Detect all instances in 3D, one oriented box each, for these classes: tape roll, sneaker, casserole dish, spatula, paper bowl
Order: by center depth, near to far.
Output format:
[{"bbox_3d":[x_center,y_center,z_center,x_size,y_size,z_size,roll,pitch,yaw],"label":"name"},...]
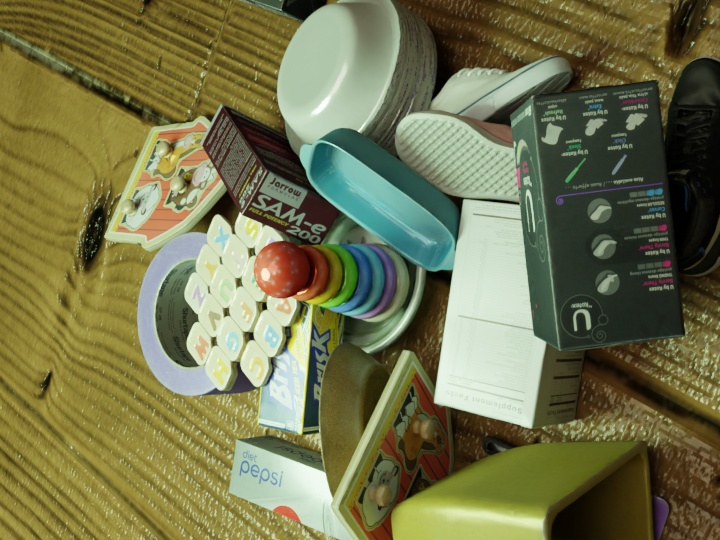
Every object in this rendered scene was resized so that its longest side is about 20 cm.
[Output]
[{"bbox_3d":[0.297,-0.099,0.819,0.072,0.111,0.204,2,88,34],"label":"sneaker"},{"bbox_3d":[0.204,0.212,0.916,0.198,0.020,0.057,23,107,36],"label":"spatula"},{"bbox_3d":[0.138,-0.113,0.932,0.197,0.105,0.077,18,110,17],"label":"sneaker"},{"bbox_3d":[0.027,-0.076,0.944,0.199,0.121,0.039,36,68,4],"label":"casserole dish"},{"bbox_3d":[0.126,-0.183,0.973,0.198,0.073,0.072,-26,75,32],"label":"sneaker"},{"bbox_3d":[-0.017,-0.213,1.029,0.199,0.103,0.204,-23,59,44],"label":"paper bowl"},{"bbox_3d":[-0.187,0.056,1.173,0.197,0.084,0.204,-4,83,36],"label":"tape roll"}]

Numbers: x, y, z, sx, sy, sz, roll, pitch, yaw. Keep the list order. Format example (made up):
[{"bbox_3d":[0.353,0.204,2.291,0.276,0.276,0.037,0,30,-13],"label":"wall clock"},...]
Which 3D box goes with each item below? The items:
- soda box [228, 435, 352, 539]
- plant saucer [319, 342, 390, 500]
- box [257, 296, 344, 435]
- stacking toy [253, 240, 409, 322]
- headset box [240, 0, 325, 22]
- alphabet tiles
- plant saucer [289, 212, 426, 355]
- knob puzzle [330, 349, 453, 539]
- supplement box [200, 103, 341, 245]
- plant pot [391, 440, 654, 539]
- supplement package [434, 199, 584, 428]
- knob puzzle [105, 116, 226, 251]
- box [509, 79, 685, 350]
[{"bbox_3d":[-0.060,0.252,1.078,0.198,0.063,0.070,12,93,36],"label":"soda box"},{"bbox_3d":[0.012,0.173,0.957,0.035,0.200,0.204,-10,80,19],"label":"plant saucer"},{"bbox_3d":[-0.064,0.077,1.034,0.069,0.064,0.204,4,90,35],"label":"box"},{"bbox_3d":[-0.035,0.008,0.934,0.084,0.199,0.087,-3,85,35],"label":"stacking toy"},{"bbox_3d":[-0.122,-0.413,1.168,0.198,0.077,0.151,27,101,35],"label":"headset box"},{"bbox_3d":[-0.143,0.031,1.059,0.195,0.014,0.202,43,115,40],"label":"alphabet tiles"},{"bbox_3d":[0.000,0.000,1.063,0.198,0.050,0.204,-3,85,36],"label":"plant saucer"},{"bbox_3d":[0.056,0.212,0.929,0.030,0.218,0.224,5,89,33],"label":"knob puzzle"},{"bbox_3d":[-0.107,-0.113,1.072,0.061,0.108,0.200,-58,34,15],"label":"supplement box"},{"bbox_3d":[0.139,0.267,0.845,0.198,0.193,0.199,-1,99,41],"label":"plant pot"},{"bbox_3d":[0.157,0.041,0.910,0.112,0.109,0.204,10,92,35],"label":"supplement package"},{"bbox_3d":[-0.248,-0.121,1.216,0.217,0.030,0.223,-19,53,27],"label":"knob puzzle"},{"bbox_3d":[0.193,-0.043,0.772,0.104,0.122,0.204,-7,91,2],"label":"box"}]
